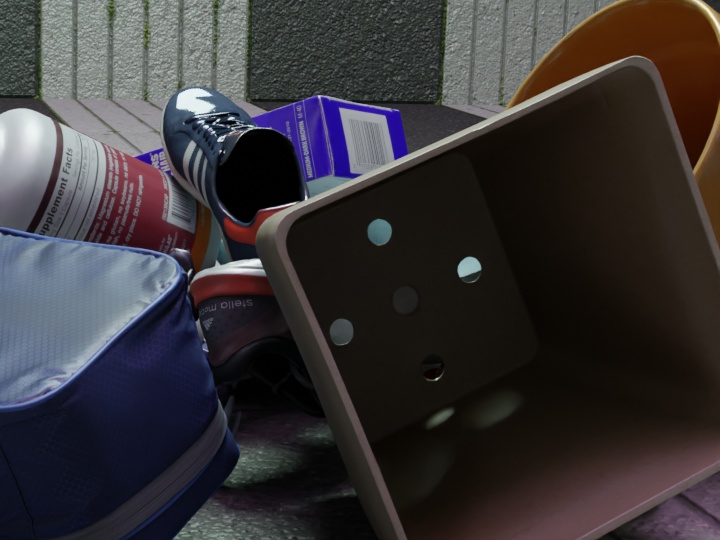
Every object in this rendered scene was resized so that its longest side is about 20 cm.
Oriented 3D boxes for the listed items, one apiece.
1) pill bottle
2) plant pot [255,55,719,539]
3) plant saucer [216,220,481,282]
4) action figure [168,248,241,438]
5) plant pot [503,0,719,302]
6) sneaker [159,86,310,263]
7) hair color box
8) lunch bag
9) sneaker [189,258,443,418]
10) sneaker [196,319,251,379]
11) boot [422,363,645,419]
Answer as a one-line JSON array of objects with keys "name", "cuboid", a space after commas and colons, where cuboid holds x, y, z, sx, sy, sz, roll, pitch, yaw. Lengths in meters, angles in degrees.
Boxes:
[{"name": "pill bottle", "cuboid": [-0.202, -0.038, 1.033, 0.200, 0.113, 0.113, 25, -2, -32]}, {"name": "plant pot", "cuboid": [0.055, 0.024, 0.785, 0.199, 0.200, 0.177, -25, 11, -16]}, {"name": "plant saucer", "cuboid": [0.000, 0.000, 1.078, 0.201, 0.039, 0.201, -2, 17, 1]}, {"name": "action figure", "cuboid": [-0.124, 0.065, 0.893, 0.130, 0.069, 0.200, 23, 29, 6]}, {"name": "plant pot", "cuboid": [0.203, -0.038, 0.948, 0.183, 0.200, 0.200, 29, -3, -30]}, {"name": "sneaker", "cuboid": [-0.077, -0.074, 1.007, 0.075, 0.085, 0.200, -17, 48, -19]}, {"name": "hair color box", "cuboid": [-0.075, -0.071, 1.148, 0.200, 0.065, 0.109, -16, -9, 31]}, {"name": "lunch bag", "cuboid": [-0.168, 0.071, 0.748, 0.200, 0.133, 0.136, 9, 36, 35]}, {"name": "sneaker", "cuboid": [-0.017, 0.049, 0.905, 0.200, 0.082, 0.077, 11, -22, -40]}, {"name": "sneaker", "cuboid": [-0.155, 0.062, 0.998, 0.200, 0.075, 0.087, -1, 34, -17]}, {"name": "boot", "cuboid": [0.105, 0.085, 0.924, 0.144, 0.073, 0.200, -4, 12, 4]}]
